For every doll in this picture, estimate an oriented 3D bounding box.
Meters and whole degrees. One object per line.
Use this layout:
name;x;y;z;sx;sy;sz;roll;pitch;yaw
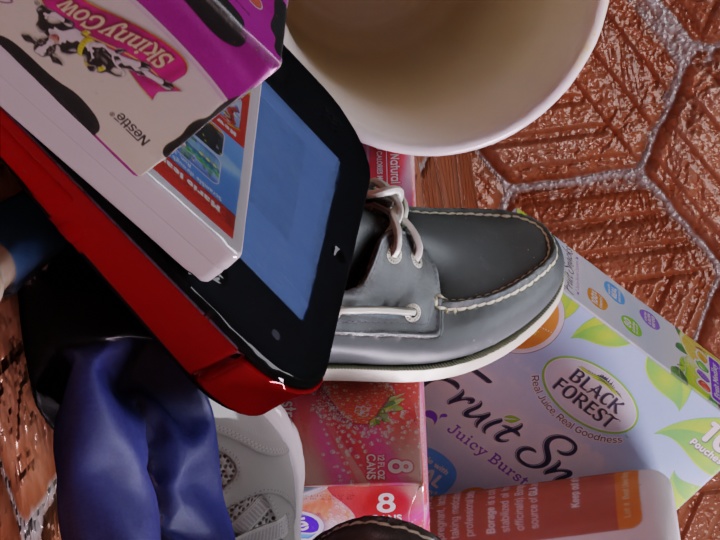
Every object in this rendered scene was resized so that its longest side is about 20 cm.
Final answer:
doll;-0.081;0.025;0.864;0.136;0.048;0.200;22;47;-48

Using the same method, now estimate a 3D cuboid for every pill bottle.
pill bottle;0.043;0.152;1.189;0.112;0.200;0.112;-7;90;-83

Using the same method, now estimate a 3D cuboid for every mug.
mug;0.031;-0.146;1.190;0.150;0.186;0.153;56;-4;-17

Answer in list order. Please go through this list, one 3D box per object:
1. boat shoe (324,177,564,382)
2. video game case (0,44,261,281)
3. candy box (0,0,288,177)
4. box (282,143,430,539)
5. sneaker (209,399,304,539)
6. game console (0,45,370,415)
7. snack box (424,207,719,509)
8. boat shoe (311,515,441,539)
boat shoe;0.000;0.000;1.048;0.073;0.200;0.062;56;-38;38
video game case;-0.086;-0.097;0.869;0.143;0.017;0.200;42;24;-22
candy box;-0.084;-0.136;0.827;0.136;0.061;0.200;45;24;-22
box;-0.023;0.045;1.123;0.200;0.102;0.095;-90;180;-46
sneaker;-0.054;0.107;0.971;0.200;0.075;0.082;69;21;-46
game console;-0.066;-0.057;0.899;0.177;0.031;0.200;51;21;-18
snack box;0.060;0.087;1.247;0.142;0.200;0.053;36;26;-17
boat shoe;-0.001;0.116;0.925;0.200;0.073;0.065;109;-1;-65
